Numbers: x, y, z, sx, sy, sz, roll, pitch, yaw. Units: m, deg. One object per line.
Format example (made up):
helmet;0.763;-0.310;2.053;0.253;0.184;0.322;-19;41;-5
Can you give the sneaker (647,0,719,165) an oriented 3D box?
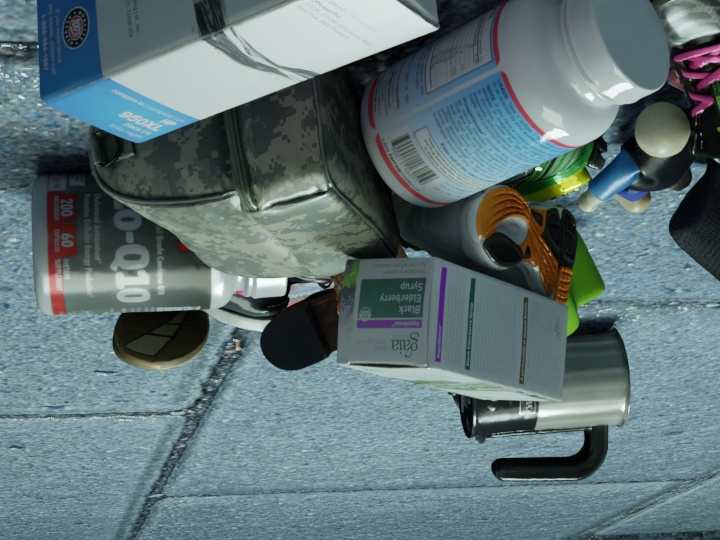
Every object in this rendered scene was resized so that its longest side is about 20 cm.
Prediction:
sneaker;0.251;-0.124;1.000;0.073;0.088;0.200;-11;141;31

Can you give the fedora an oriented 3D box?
fedora;0.317;-0.051;1.219;0.091;0.201;0.201;29;159;4

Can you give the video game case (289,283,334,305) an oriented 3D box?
video game case;-0.034;0.021;1.492;0.142;0.018;0.200;-6;160;4

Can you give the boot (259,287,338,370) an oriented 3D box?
boot;0.012;0.029;1.314;0.199;0.075;0.097;-13;-165;17

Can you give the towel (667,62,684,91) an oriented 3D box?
towel;0.336;-0.162;1.061;0.146;0.030;0.200;16;151;-41

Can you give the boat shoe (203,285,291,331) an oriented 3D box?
boat shoe;-0.161;0.000;1.342;0.199;0.076;0.061;11;118;-14

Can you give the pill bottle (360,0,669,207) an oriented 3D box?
pill bottle;0.103;-0.122;0.988;0.108;0.109;0.200;14;154;-42

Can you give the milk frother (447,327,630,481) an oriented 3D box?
milk frother;0.208;0.144;1.768;0.187;0.181;0.200;-3;-157;-5

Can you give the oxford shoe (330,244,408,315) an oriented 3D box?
oxford shoe;0.000;0.000;1.205;0.075;0.200;0.070;-45;176;-13

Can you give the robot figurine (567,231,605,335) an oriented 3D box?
robot figurine;0.123;0.032;1.368;0.199;0.116;0.175;-27;-174;1

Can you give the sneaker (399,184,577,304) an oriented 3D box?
sneaker;0.103;-0.024;1.145;0.092;0.076;0.200;5;167;32

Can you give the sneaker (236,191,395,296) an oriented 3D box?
sneaker;-0.023;-0.023;1.286;0.199;0.075;0.081;-9;160;8

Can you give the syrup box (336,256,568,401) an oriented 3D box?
syrup box;0.073;0.046;1.085;0.078;0.082;0.200;-2;167;36

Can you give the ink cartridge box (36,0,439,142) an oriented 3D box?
ink cartridge box;-0.068;-0.169;0.758;0.199;0.145;0.084;-16;159;29

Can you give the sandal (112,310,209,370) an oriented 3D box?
sandal;-0.179;0.057;1.353;0.080;0.054;0.200;17;-163;-2

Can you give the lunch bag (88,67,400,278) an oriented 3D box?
lunch bag;-0.080;-0.072;1.031;0.167;0.140;0.200;-16;160;12

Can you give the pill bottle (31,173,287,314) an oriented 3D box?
pill bottle;-0.162;-0.024;1.191;0.199;0.114;0.114;-2;160;-8

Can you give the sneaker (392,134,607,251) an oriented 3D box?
sneaker;0.092;-0.081;1.173;0.200;0.078;0.085;-29;144;31

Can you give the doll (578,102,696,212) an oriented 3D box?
doll;0.226;-0.085;1.130;0.136;0.049;0.200;-28;170;2
